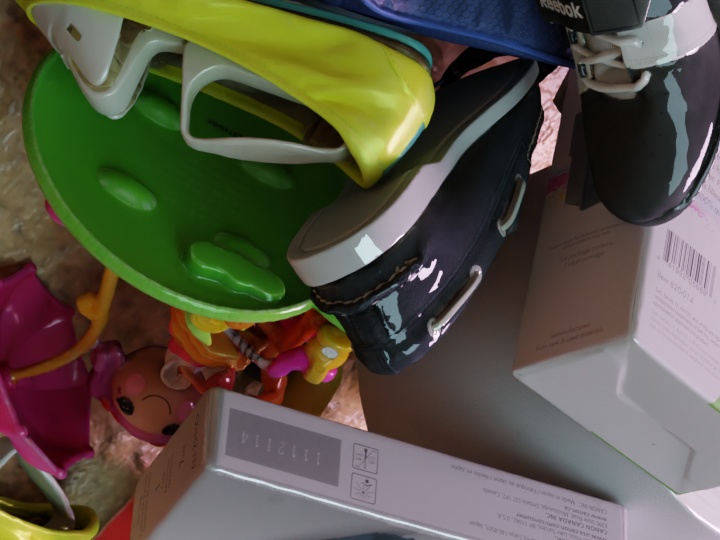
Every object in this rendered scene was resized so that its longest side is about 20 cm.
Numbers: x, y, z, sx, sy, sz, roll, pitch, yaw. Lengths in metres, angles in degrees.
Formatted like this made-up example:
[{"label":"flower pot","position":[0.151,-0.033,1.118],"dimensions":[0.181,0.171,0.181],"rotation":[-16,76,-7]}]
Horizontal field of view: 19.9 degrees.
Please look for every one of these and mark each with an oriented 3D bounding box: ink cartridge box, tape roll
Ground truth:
[{"label":"ink cartridge box","position":[0.140,-0.021,0.885],"dimensions":[0.117,0.201,0.067],"rotation":[36,143,-31]},{"label":"tape roll","position":[0.113,0.048,0.994],"dimensions":[0.139,0.204,0.202],"rotation":[-23,151,37]},{"label":"ink cartridge box","position":[-0.009,0.133,0.917],"dimensions":[0.199,0.045,0.176],"rotation":[18,143,-18]}]

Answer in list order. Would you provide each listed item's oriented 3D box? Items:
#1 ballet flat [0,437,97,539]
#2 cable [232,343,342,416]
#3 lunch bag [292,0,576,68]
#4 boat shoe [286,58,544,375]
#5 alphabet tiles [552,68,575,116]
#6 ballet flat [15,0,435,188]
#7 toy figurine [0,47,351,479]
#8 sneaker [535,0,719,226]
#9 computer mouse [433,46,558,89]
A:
[{"label":"ballet flat","position":[-0.185,0.100,0.937],"dimensions":[0.067,0.067,0.200],"rotation":[-58,142,-9]},{"label":"cable","position":[0.000,0.000,0.966],"dimensions":[0.200,0.097,0.050],"rotation":[-44,125,8]},{"label":"lunch bag","position":[0.030,-0.166,0.847],"dimensions":[0.199,0.132,0.137],"rotation":[10,97,-43]},{"label":"boat shoe","position":[0.032,-0.027,0.833],"dimensions":[0.061,0.075,0.200],"rotation":[61,38,-15]},{"label":"alphabet tiles","position":[0.153,-0.077,0.981],"dimensions":[0.200,0.006,0.167],"rotation":[52,41,-20]},{"label":"ballet flat","position":[-0.069,-0.084,0.793],"dimensions":[0.067,0.199,0.067],"rotation":[80,32,-74]},{"label":"toy figurine","position":[-0.086,0.021,0.890],"dimensions":[0.199,0.151,0.184],"rotation":[27,132,-14]},{"label":"sneaker","position":[0.093,-0.117,0.782],"dimensions":[0.088,0.074,0.202],"rotation":[-3,95,-41]},{"label":"computer mouse","position":[0.004,-0.081,0.942],"dimensions":[0.199,0.034,0.059],"rotation":[-20,133,-8]}]
